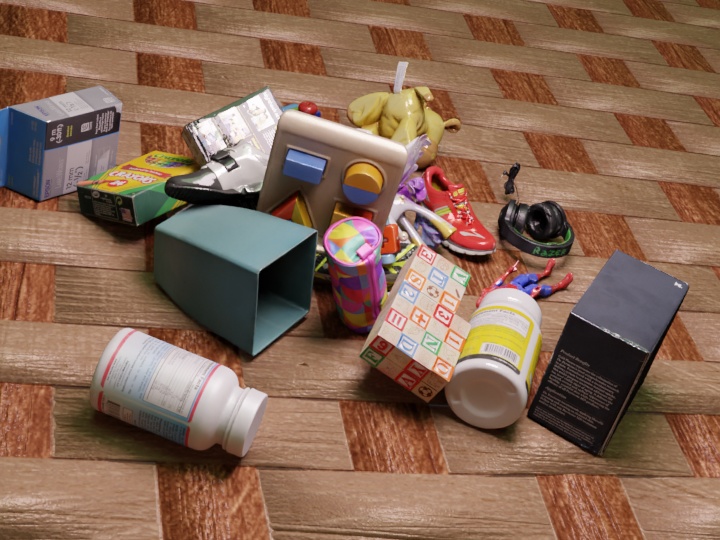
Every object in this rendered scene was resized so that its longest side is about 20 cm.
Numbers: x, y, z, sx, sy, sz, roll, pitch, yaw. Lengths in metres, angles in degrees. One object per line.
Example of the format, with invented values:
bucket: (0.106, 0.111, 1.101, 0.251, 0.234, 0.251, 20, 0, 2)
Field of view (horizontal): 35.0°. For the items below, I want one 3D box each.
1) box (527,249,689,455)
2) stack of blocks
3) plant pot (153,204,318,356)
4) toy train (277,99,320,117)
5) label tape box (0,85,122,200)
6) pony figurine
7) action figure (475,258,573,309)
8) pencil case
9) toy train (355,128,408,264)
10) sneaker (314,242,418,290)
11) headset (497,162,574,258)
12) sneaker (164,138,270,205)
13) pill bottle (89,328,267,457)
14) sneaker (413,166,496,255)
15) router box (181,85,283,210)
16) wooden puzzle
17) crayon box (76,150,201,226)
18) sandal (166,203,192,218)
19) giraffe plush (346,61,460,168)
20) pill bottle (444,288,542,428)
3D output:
box: (0.349, 0.112, 1.607, 0.124, 0.197, 0.200, 29, 38, 15)
stack of blocks: (0.089, 0.069, 1.579, 0.115, 0.059, 0.200, 33, 44, -6)
plant pot: (-0.185, -0.007, 1.602, 0.200, 0.142, 0.141, 24, 37, 24)
toy train: (-0.172, -0.243, 1.959, 0.116, 0.085, 0.200, 28, 37, 31)
label tape box: (-0.460, -0.183, 1.708, 0.066, 0.144, 0.200, 38, 41, 26)
pony figurine: (0.054, -0.105, 1.830, 0.200, 0.167, 0.193, 46, 51, 11)
action figure: (0.252, 0.027, 1.806, 0.200, 0.052, 0.065, -22, 56, -37)
pencil case: (0.000, 0.010, 1.602, 0.088, 0.200, 0.089, -4, 57, 7)
toy train: (-0.005, -0.106, 1.686, 0.150, 0.201, 0.056, -9, 8, 25)
sneaker: (0.000, 0.000, 1.724, 0.199, 0.077, 0.076, 8, 57, 12)
headset: (0.289, -0.098, 1.938, 0.123, 0.094, 0.200, 1, 34, -21)
sneaker: (-0.191, -0.144, 1.654, 0.199, 0.074, 0.089, -5, 81, -27)
pill bottle: (-0.221, 0.154, 1.403, 0.199, 0.109, 0.109, 22, 37, 5)
sneaker: (0.156, -0.100, 1.896, 0.077, 0.085, 0.200, -14, 47, -34)
router box: (-0.157, -0.158, 1.730, 0.149, 0.051, 0.200, -29, 87, -20)
wooden puzzle: (-0.047, -0.106, 1.597, 0.185, 0.200, 0.046, 17, 33, -1)
crayon box: (-0.315, -0.133, 1.747, 0.127, 0.051, 0.200, 12, 29, 34)
sandal: (-0.201, -0.100, 1.783, 0.206, 0.059, 0.079, -20, 31, -18)
giraffe plush: (0.082, -0.245, 2.017, 0.172, 0.200, 0.162, 29, 3, 35)
pill bottle: (0.193, 0.118, 1.608, 0.114, 0.115, 0.200, 21, 37, 6)
